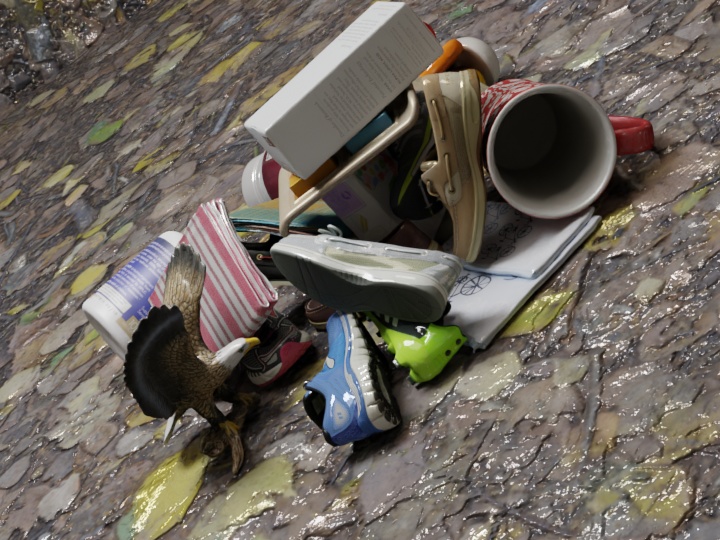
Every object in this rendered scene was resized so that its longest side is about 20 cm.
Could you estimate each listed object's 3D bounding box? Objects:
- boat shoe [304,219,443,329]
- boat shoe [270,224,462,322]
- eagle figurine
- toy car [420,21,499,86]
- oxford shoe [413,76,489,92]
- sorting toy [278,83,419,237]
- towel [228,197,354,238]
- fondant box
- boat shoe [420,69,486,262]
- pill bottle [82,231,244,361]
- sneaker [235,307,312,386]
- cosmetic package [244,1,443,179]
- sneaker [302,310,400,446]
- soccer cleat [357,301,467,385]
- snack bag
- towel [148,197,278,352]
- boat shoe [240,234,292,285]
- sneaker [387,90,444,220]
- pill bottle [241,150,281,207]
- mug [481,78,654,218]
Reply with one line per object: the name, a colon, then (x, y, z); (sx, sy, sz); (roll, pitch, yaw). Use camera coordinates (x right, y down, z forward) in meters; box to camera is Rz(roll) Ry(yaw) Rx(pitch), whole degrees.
boat shoe: (0.000, 0.000, 1.681); (0.199, 0.072, 0.072); (-27, 25, 43)
boat shoe: (0.003, -0.002, 1.524); (0.201, 0.075, 0.065); (10, 52, 32)
eagle figurine: (-0.177, 0.092, 1.613); (0.151, 0.200, 0.151); (-43, 25, -15)
toy car: (0.063, -0.245, 1.966); (0.199, 0.150, 0.175); (-2, 41, 51)
oxford shoe: (0.100, -0.204, 1.854); (0.199, 0.071, 0.075); (22, 61, 15)
sorting toy: (-0.021, -0.137, 1.642); (0.200, 0.036, 0.185); (-42, 18, 12)
towel: (-0.057, -0.061, 1.792); (0.145, 0.022, 0.200); (8, 12, 19)
fondant box: (0.037, -0.115, 1.762); (0.058, 0.144, 0.201); (-31, 22, 36)
boat shoe: (0.092, -0.105, 1.571); (0.064, 0.202, 0.071); (-4, 19, -1)
pill bottle: (-0.233, 0.023, 1.910); (0.200, 0.120, 0.120); (-43, 25, -14)
sneaker: (-0.122, 0.070, 1.734); (0.081, 0.075, 0.200); (-42, 25, -14)
cosmetic package: (-0.018, -0.188, 1.597); (0.200, 0.074, 0.102); (-44, 18, -4)
sneaker: (-0.021, 0.105, 1.535); (0.089, 0.079, 0.200); (-29, 25, 9)
soccer cleat: (0.043, 0.036, 1.561); (0.081, 0.068, 0.200); (-39, 42, 2)
snack bag: (0.129, -0.001, 1.596); (0.200, 0.021, 0.188); (-45, 26, -20)
towel: (-0.164, 0.034, 1.708); (0.030, 0.147, 0.200); (-14, -27, -38)
boat shoe: (-0.088, -0.014, 1.763); (0.200, 0.064, 0.074); (-4, 10, -7)
sneaker: (0.062, -0.127, 1.689); (0.080, 0.074, 0.201); (-4, 41, 26)
pill bottle: (-0.056, -0.128, 1.944); (0.199, 0.114, 0.114); (-22, 26, 48)
mug: (0.200, -0.130, 1.634); (0.200, 0.176, 0.134); (-118, 50, -76)
